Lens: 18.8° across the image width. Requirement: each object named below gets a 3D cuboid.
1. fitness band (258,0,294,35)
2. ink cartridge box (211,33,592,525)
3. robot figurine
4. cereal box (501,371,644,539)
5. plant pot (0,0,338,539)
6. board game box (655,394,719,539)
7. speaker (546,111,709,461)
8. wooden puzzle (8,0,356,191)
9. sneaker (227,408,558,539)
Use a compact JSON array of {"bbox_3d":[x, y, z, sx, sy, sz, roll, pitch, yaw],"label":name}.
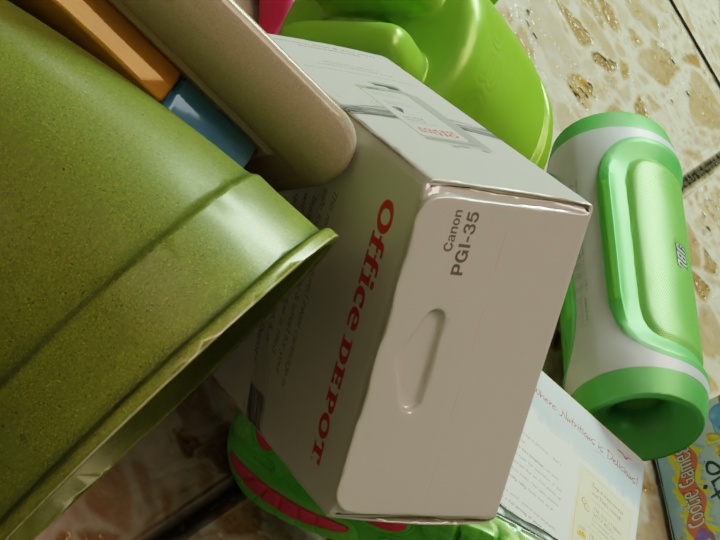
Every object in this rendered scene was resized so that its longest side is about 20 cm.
[{"bbox_3d":[-0.088,-0.146,1.109,0.144,0.037,0.200,48,37,-18],"label":"fitness band"},{"bbox_3d":[0.000,0.000,0.927,0.082,0.147,0.200,7,19,-29],"label":"ink cartridge box"},{"bbox_3d":[0.030,-0.091,1.125,0.200,0.115,0.176,44,53,-56],"label":"robot figurine"},{"bbox_3d":[0.079,0.135,1.110,0.144,0.039,0.200,42,38,-22],"label":"cereal box"},{"bbox_3d":[-0.146,-0.013,0.821,0.193,0.200,0.200,46,34,2],"label":"plant pot"},{"bbox_3d":[0.281,0.144,1.309,0.200,0.103,0.105,22,49,-43],"label":"board game box"},{"bbox_3d":[0.153,0.007,1.265,0.088,0.088,0.201,30,44,-36],"label":"speaker"},{"bbox_3d":[-0.119,-0.087,0.894,0.185,0.200,0.037,44,63,-22],"label":"wooden puzzle"},{"bbox_3d":[0.037,0.105,0.997,0.200,0.077,0.084,35,40,3],"label":"sneaker"}]
